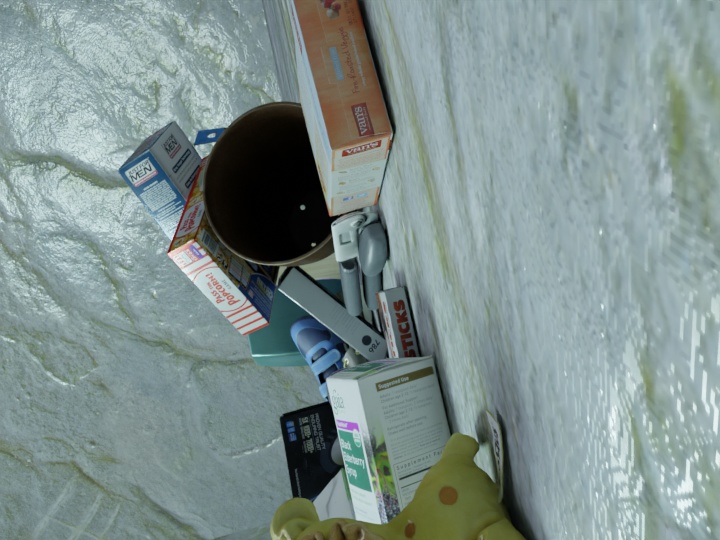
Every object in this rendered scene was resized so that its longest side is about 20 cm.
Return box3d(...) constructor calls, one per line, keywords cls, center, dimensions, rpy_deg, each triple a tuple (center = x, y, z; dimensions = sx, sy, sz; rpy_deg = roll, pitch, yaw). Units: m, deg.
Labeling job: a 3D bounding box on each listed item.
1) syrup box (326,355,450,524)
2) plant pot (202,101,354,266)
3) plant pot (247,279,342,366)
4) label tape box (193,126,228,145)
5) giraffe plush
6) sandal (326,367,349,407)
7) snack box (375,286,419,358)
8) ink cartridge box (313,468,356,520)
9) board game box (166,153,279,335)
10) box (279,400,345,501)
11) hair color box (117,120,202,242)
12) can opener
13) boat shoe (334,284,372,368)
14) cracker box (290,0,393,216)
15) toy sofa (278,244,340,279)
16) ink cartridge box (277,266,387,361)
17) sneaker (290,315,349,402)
box3d(cls="syrup box", center=(0.037, 0.182, 0.651), dimensions=(0.078, 0.080, 0.206), rpy_deg=(-16, 87, 65))
box3d(cls="plant pot", center=(-0.076, -0.084, 0.948), dimensions=(0.200, 0.182, 0.192), rpy_deg=(39, -144, -74))
box3d(cls="plant pot", center=(-0.093, 0.083, 1.257), dimensions=(0.142, 0.194, 0.145), rpy_deg=(96, 160, -74))
box3d(cls="label tape box", center=(-0.137, -0.183, 1.092), dimensions=(0.145, 0.194, 0.065), rpy_deg=(-118, 16, -70))
box3d(cls="giraffe plush", center=(0.025, 0.204, 0.465), dimensions=(0.173, 0.158, 0.206), rpy_deg=(-150, 46, -83))
box3d(cls="sandal", center=(0.017, 0.159, 0.913), dimensions=(0.202, 0.081, 0.051), rpy_deg=(40, 144, 57))
box3d(cls="snack box", center=(0.050, 0.119, 0.739), dimensions=(0.072, 0.024, 0.206), rpy_deg=(158, 99, -83))
box3d(cls="ink cartridge box", center=(0.041, 0.308, 0.771), dimensions=(0.199, 0.068, 0.117), rpy_deg=(40, -173, -18))
box3d(cls="board game box", center=(-0.163, -0.043, 0.970), dimensions=(0.152, 0.045, 0.203), rpy_deg=(53, -154, -32))
box3d(cls="box", center=(-0.005, 0.260, 0.924), dimensions=(0.202, 0.159, 0.088), rpy_deg=(-108, 6, -49))
box3d(cls="hair color box", center=(-0.227, -0.086, 1.007), dimensions=(0.202, 0.059, 0.101), rpy_deg=(58, -158, -23))
box3d(cls="can opener", center=(0.000, 0.000, 0.847), dimensions=(0.201, 0.051, 0.068), rpy_deg=(87, 168, -62))
box3d(cls="boat shoe", center=(0.000, 0.122, 1.090), dimensions=(0.073, 0.059, 0.206), rpy_deg=(87, 169, -64))
box3d(cls="cracker box", center=(-0.019, -0.145, 0.687), dimensions=(0.200, 0.056, 0.138), rpy_deg=(102, 155, -80))
box3d(cls="toy sofa", center=(-0.109, -0.028, 1.177), dimensions=(0.083, 0.194, 0.101), rpy_deg=(-142, 44, -80))
box3d(cls="ink cartridge box", center=(-0.023, 0.066, 0.985), dimensions=(0.199, 0.039, 0.099), rpy_deg=(40, 179, -9))
box3d(cls="sneaker", center=(-0.034, 0.155, 1.136), dimensions=(0.201, 0.073, 0.083), rpy_deg=(50, -158, -12))
